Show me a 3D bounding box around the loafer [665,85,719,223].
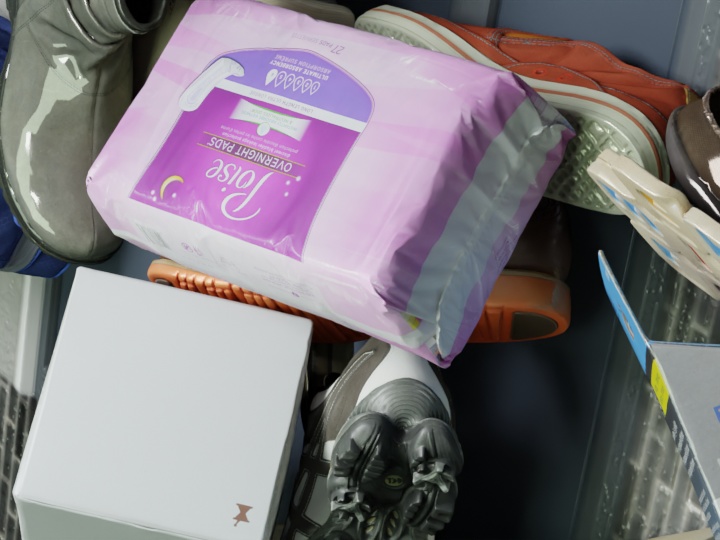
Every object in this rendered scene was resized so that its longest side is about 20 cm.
[{"bbox_3d":[0.207,-0.021,1.127,0.200,0.073,0.071,41,121,29],"label":"loafer"}]

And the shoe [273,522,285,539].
[{"bbox_3d":[-0.033,0.168,1.491,0.200,0.053,0.070,-19,87,52],"label":"shoe"}]

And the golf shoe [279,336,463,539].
[{"bbox_3d":[0.004,0.102,1.328,0.200,0.078,0.095,117,160,-48],"label":"golf shoe"}]

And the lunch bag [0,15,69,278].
[{"bbox_3d":[-0.227,-0.077,1.587,0.200,0.132,0.136,29,108,43],"label":"lunch bag"}]

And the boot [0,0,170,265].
[{"bbox_3d":[-0.133,-0.110,1.405,0.131,0.068,0.200,-21,72,63],"label":"boot"}]

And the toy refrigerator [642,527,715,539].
[{"bbox_3d":[0.103,0.172,1.315,0.200,0.070,0.076,-20,90,54],"label":"toy refrigerator"}]

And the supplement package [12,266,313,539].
[{"bbox_3d":[-0.094,0.094,1.367,0.200,0.117,0.117,105,179,-70],"label":"supplement package"}]

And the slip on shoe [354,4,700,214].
[{"bbox_3d":[0.073,-0.077,1.271,0.200,0.061,0.074,21,131,43],"label":"slip on shoe"}]

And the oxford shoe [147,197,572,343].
[{"bbox_3d":[0.001,-0.009,1.321,0.200,0.071,0.073,2,72,11],"label":"oxford shoe"}]

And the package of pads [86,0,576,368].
[{"bbox_3d":[-0.015,-0.043,1.239,0.200,0.076,0.121,20,74,42],"label":"package of pads"}]

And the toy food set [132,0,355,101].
[{"bbox_3d":[-0.069,-0.136,1.423,0.200,0.060,0.144,61,143,38],"label":"toy food set"}]

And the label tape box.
[{"bbox_3d":[0.164,0.080,1.148,0.144,0.063,0.200,48,-161,-82],"label":"label tape box"}]

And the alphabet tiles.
[{"bbox_3d":[0.174,0.022,1.112,0.015,0.196,0.200,-49,53,-1],"label":"alphabet tiles"}]

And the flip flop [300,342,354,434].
[{"bbox_3d":[0.000,0.000,1.386,0.081,0.058,0.200,-116,26,-80],"label":"flip flop"}]
